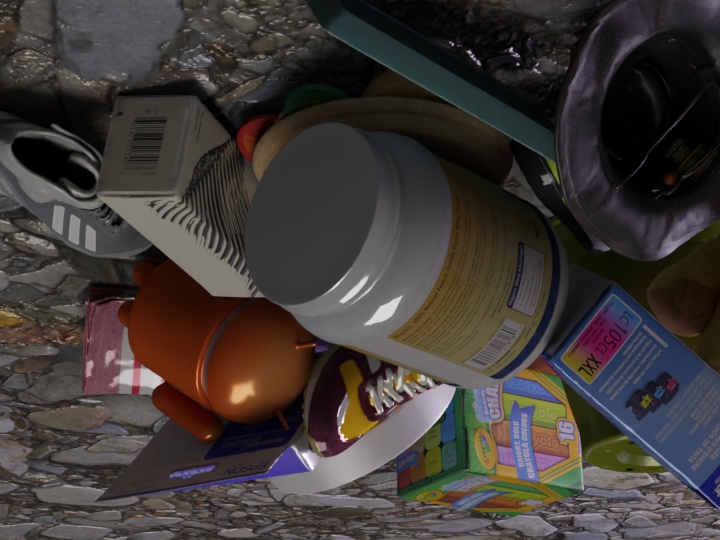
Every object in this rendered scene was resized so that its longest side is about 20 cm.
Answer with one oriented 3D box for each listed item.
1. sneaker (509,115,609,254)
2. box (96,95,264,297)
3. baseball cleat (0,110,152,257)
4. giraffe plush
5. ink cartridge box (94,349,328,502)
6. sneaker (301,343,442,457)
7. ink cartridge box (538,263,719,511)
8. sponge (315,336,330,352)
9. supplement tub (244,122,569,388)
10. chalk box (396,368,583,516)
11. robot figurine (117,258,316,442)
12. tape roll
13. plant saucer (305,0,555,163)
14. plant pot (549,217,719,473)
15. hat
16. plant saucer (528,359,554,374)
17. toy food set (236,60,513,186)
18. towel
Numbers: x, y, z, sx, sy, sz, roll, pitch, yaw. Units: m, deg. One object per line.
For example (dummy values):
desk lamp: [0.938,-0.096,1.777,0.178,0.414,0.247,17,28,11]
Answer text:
sneaker: [0.178,-0.070,1.025,0.082,0.072,0.200,-32,159,15]
box: [-0.117,-0.050,1.043,0.068,0.083,0.200,1,161,21]
baseball cleat: [-0.203,-0.053,1.031,0.106,0.071,0.199,15,172,40]
giraffe plush: [0.326,-0.022,1.025,0.171,0.201,0.163,23,150,3]
ink cartridge box: [-0.108,0.149,1.240,0.196,0.200,0.044,-14,111,33]
sneaker: [0.029,0.081,1.177,0.089,0.201,0.075,8,136,34]
ink cartridge box: [0.218,0.091,1.021,0.199,0.077,0.136,39,-178,-7]
sponge: [0.007,0.063,1.392,0.199,0.030,0.111,-19,150,38]
supplement tub: [0.033,-0.009,0.947,0.143,0.146,0.199,-19,151,38]
chalk box: [0.113,0.168,1.428,0.198,0.126,0.125,13,154,-29]
robot figurine: [-0.120,0.059,1.199,0.199,0.144,0.117,27,151,34]
tape roll: [-0.007,0.127,1.280,0.201,0.203,0.037,-17,113,33]
plant saucer: [0.050,-0.126,0.876,0.199,0.070,0.019,24,112,-30]
plant pot: [0.248,0.064,1.190,0.197,0.195,0.201,-1,157,0]
hat: [0.183,-0.111,0.901,0.199,0.081,0.203,-15,123,-25]
plant saucer: [0.202,0.094,1.462,0.197,0.038,0.201,0,157,0]
toy food set: [0.013,-0.085,1.018,0.195,0.049,0.200,-6,157,14]
towel: [-0.171,0.078,1.365,0.197,0.023,0.145,4,135,-11]
